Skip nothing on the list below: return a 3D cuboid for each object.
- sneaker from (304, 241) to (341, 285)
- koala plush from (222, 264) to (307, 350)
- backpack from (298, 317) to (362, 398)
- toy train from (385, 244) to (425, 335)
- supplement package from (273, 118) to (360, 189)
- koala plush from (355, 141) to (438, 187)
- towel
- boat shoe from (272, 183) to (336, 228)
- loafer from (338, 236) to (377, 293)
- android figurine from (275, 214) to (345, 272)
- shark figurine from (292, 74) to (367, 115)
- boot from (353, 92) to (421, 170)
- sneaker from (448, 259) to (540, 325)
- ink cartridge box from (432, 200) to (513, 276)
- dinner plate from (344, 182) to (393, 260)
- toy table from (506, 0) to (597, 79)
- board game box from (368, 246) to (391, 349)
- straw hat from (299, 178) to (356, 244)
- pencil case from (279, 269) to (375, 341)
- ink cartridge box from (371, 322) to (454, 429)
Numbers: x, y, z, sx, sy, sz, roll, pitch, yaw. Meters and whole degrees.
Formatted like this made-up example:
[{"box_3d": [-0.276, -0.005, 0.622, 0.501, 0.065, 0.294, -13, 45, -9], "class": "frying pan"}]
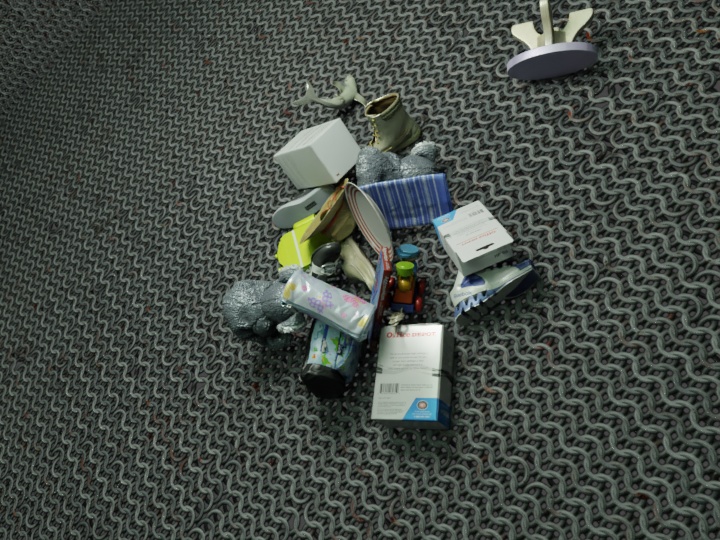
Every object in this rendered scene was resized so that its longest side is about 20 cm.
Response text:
[{"box_3d": [-0.086, 0.017, 1.502, 0.089, 0.074, 0.200, 63, 142, 30], "class": "sneaker"}, {"box_3d": [-0.194, 0.082, 1.448, 0.199, 0.183, 0.178, -13, 70, 45], "class": "koala plush"}, {"box_3d": [-0.058, 0.163, 1.403, 0.153, 0.163, 0.201, -7, 60, 7], "class": "backpack"}, {"box_3d": [0.092, 0.035, 1.345, 0.084, 0.116, 0.200, 6, 30, 7], "class": "toy train"}, {"box_3d": [-0.109, -0.294, 1.621, 0.117, 0.117, 0.200, -47, 25, -24], "class": "supplement package"}, {"box_3d": [0.095, -0.221, 1.507, 0.199, 0.184, 0.178, -2, 75, 6], "class": "koala plush"}, {"box_3d": [0.108, -0.151, 1.445, 0.199, 0.145, 0.024, -7, 46, 13], "class": "towel"}, {"box_3d": [-0.147, -0.182, 1.680, 0.200, 0.070, 0.066, -31, 28, 23], "class": "boat shoe"}, {"box_3d": [0.000, 0.000, 1.500, 0.068, 0.076, 0.200, -42, 44, 7], "class": "loafer"}, {"box_3d": [-0.130, -0.059, 1.619, 0.199, 0.041, 0.183, -28, 56, 11], "class": "android figurine"}, {"box_3d": [-0.073, -0.464, 1.758, 0.128, 0.214, 0.090, 52, 139, 9], "class": "shark figurine"}, {"box_3d": [0.041, -0.345, 1.595, 0.200, 0.155, 0.072, -33, 54, 11], "class": "boot"}, {"box_3d": [0.264, 0.017, 1.332, 0.199, 0.081, 0.115, -32, 56, 14], "class": "sneaker"}, {"box_3d": [0.241, -0.061, 1.334, 0.116, 0.068, 0.200, -23, 31, 1], "class": "ink cartridge box"}, {"box_3d": [0.025, -0.111, 1.412, 0.024, 0.201, 0.200, -31, 52, -10], "class": "dinner plate"}, {"box_3d": [0.438, -0.527, 1.460, 0.199, 0.184, 0.118, -1, 81, 16], "class": "toy table"}, {"box_3d": [0.039, 0.060, 1.370, 0.019, 0.201, 0.103, 5, 30, -7], "class": "board game box"}, {"box_3d": [-0.056, -0.121, 1.537, 0.201, 0.085, 0.201, -50, 13, 16], "class": "straw hat"}, {"box_3d": [-0.067, 0.074, 1.318, 0.199, 0.091, 0.083, 24, 121, 3], "class": "pencil case"}, {"box_3d": [0.112, 0.220, 1.313, 0.145, 0.084, 0.201, -5, 63, 28], "class": "ink cartridge box"}]
